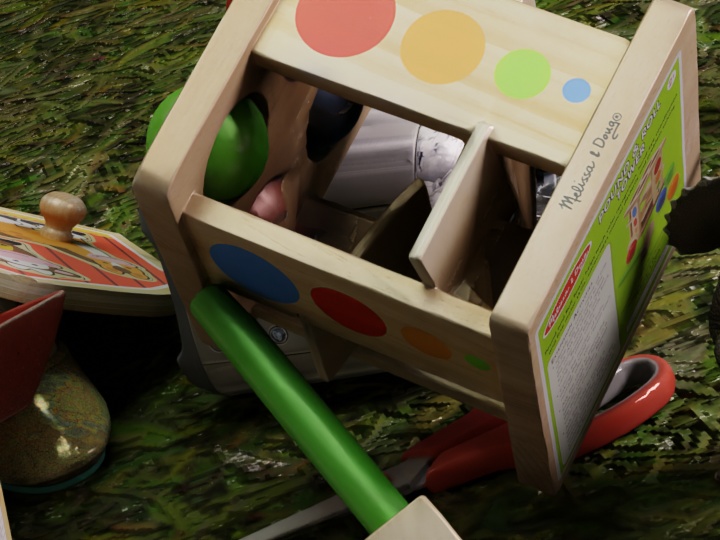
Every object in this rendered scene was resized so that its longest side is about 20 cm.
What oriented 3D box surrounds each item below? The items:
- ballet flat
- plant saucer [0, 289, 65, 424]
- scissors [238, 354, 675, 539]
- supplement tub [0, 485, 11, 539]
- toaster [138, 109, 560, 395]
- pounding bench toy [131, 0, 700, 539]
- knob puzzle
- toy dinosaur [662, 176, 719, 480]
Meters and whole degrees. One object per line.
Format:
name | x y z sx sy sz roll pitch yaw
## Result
ballet flat | -0.157 0.030 1.086 0.070 0.071 0.200 -23 24 -16
plant saucer | -0.224 0.080 0.977 0.199 0.037 0.200 -20 7 39
scissors | 0.020 0.072 0.932 0.199 0.014 0.073 -27 26 -26
supplement tub | -0.173 0.083 0.779 0.144 0.201 0.145 -7 24 3
toaster | 0.005 -0.034 1.064 0.129 0.114 0.200 -4 25 19
pounding bench toy | 0.000 0.000 0.880 0.155 0.124 0.201 21 68 18
knob puzzle | -0.154 -0.020 1.099 0.219 0.031 0.220 16 6 -2
toy dinosaur | 0.147 0.021 0.848 0.077 0.103 0.200 -20 22 -8
